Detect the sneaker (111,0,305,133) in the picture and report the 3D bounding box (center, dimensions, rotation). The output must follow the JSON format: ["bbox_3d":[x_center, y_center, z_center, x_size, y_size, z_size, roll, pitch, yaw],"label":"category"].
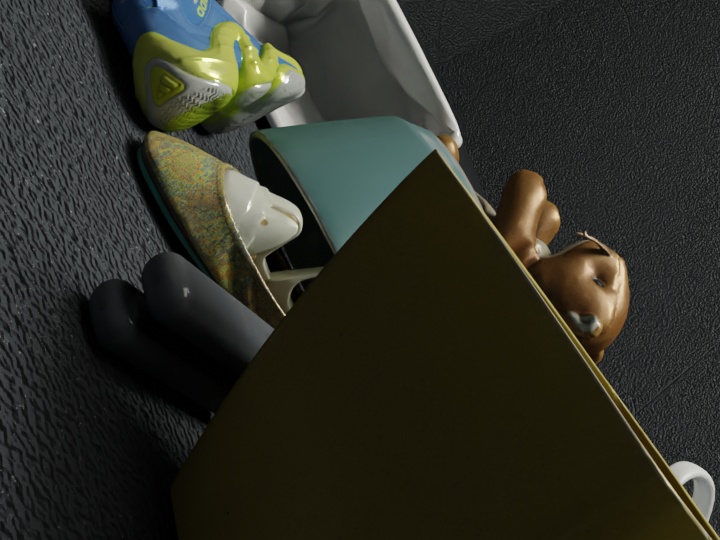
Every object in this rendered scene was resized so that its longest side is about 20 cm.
[{"bbox_3d":[-0.094,-0.145,0.709,0.106,0.075,0.200,65,12,-2],"label":"sneaker"}]

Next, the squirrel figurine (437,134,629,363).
[{"bbox_3d":[0.099,0.025,0.862,0.186,0.201,0.142,31,-14,16],"label":"squirrel figurine"}]

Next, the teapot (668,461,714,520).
[{"bbox_3d":[0.175,0.252,0.817,0.201,0.196,0.147,-88,164,-48],"label":"teapot"}]

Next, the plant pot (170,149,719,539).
[{"bbox_3d":[0.040,0.113,0.451,0.200,0.176,0.200,48,9,-37],"label":"plant pot"}]

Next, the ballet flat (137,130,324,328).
[{"bbox_3d":[-0.050,0.001,0.635,0.201,0.070,0.071,63,11,-16],"label":"ballet flat"}]

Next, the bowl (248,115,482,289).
[{"bbox_3d":[0.017,-0.019,0.734,0.202,0.104,0.201,59,-12,20],"label":"bowl"}]

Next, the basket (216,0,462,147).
[{"bbox_3d":[-0.015,-0.163,0.955,0.201,0.135,0.123,63,5,-2],"label":"basket"}]

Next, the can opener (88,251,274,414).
[{"bbox_3d":[-0.051,0.062,0.533,0.200,0.053,0.067,46,21,-58],"label":"can opener"}]
